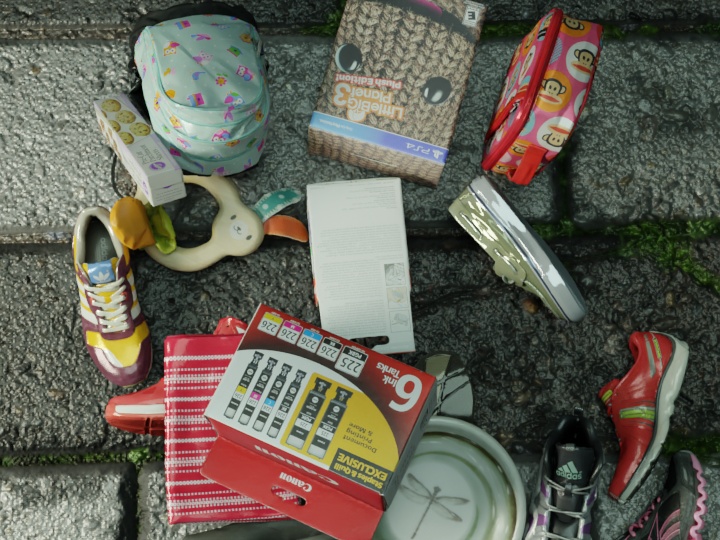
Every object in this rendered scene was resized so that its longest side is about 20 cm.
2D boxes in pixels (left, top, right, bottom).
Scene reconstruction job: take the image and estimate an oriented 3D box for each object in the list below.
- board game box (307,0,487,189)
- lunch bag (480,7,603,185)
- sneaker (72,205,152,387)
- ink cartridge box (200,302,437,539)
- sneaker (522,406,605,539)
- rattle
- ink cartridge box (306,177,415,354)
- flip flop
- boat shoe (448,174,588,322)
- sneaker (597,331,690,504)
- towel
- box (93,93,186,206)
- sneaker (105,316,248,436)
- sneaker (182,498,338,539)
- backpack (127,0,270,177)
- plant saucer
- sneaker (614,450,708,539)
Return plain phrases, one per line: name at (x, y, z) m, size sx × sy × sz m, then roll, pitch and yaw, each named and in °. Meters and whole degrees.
board game box at (0.041, -0.219, 1.454) m, size 0.159 × 0.097 × 0.201 m, roll 15°, pitch 77°, yaw 0°
lunch bag at (0.196, -0.177, 1.402) m, size 0.082 × 0.200 × 0.177 m, roll 19°, pitch 77°, yaw -3°
sneaker at (-0.278, 0.028, 1.386) m, size 0.075 × 0.090 × 0.201 m, roll -16°, pitch 79°, yaw -6°
ink cartridge box at (-0.046, 0.157, 1.273) m, size 0.199 × 0.084 × 0.176 m, roll 21°, pitch 71°, yaw 12°
sneaker at (0.211, 0.232, 1.309) m, size 0.077 × 0.140 × 0.201 m, roll 5°, pitch 49°, yaw 5°
rattle at (-0.158, -0.062, 1.388) m, size 0.199 × 0.143 × 0.131 m, roll 11°, pitch 74°, yaw 2°
ink cartridge box at (0.000, 0.000, 1.429) m, size 0.108 × 0.050 × 0.201 m, roll -4°, pitch 79°, yaw -4°
flip flop at (0.094, 0.188, 1.393) m, size 0.081 × 0.058 × 0.201 m, roll -13°, pitch 94°, yaw -2°
boat shoe at (0.180, -0.016, 1.441) m, size 0.062 × 0.072 × 0.200 m, roll -40°, pitch 78°, yaw 15°
sneaker at (0.302, 0.161, 1.407) m, size 0.084 × 0.077 × 0.201 m, roll 17°, pitch 70°, yaw 12°
towel at (-0.134, 0.163, 1.334) m, size 0.144 × 0.022 × 0.201 m, roll 0°, pitch 75°, yaw -13°
box at (-0.244, -0.136, 1.387) m, size 0.041 × 0.039 × 0.200 m, roll -19°, pitch 38°, yaw -18°
sneaker at (-0.181, 0.115, 1.391) m, size 0.199 × 0.078 × 0.116 m, roll -1°, pitch 69°, yaw -16°
sneaker at (-0.095, 0.276, 1.360) m, size 0.199 × 0.076 × 0.091 m, roll -3°, pitch 71°, yaw -13°
backpack at (-0.174, -0.201, 1.396) m, size 0.166 × 0.127 × 0.201 m, roll -10°, pitch 56°, yaw -7°
plant saucer at (0.074, 0.251, 1.340) m, size 0.199 × 0.050 × 0.201 m, roll 0°, pitch 91°, yaw -4°
sneaker at (0.322, 0.291, 1.377) m, size 0.095 × 0.079 × 0.201 m, roll 10°, pitch 76°, yaw 11°
